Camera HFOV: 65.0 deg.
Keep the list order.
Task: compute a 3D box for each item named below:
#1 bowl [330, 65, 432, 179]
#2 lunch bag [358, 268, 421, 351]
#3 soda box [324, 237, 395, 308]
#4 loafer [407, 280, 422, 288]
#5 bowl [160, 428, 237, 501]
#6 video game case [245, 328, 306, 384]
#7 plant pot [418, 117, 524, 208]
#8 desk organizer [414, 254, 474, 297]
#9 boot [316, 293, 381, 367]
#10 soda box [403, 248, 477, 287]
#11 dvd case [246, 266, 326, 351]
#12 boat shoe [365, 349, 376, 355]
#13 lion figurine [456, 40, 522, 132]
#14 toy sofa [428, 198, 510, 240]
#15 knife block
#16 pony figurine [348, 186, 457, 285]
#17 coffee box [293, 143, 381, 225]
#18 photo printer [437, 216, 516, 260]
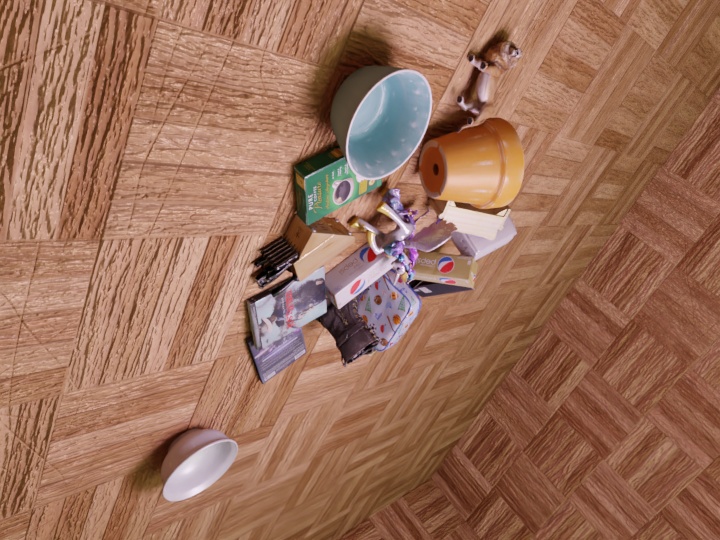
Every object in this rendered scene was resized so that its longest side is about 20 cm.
[{"bbox_3d":[0.022,-0.278,1.007,0.198,0.105,0.204,-31,144,-25],"label":"bowl"},{"bbox_3d":[0.062,0.097,1.480,0.075,0.160,0.202,-14,142,-53],"label":"lunch bag"},{"bbox_3d":[0.000,0.000,1.370,0.198,0.064,0.069,-37,150,-16],"label":"soda box"},{"bbox_3d":[0.115,0.053,1.578,0.201,0.071,0.073,-49,151,5],"label":"loafer"},{"bbox_3d":[-0.404,0.452,1.372,0.199,0.090,0.204,-33,148,-23],"label":"bowl"},{"bbox_3d":[-0.201,0.186,1.383,0.141,0.019,0.203,-34,148,-22],"label":"video game case"},{"bbox_3d":[0.237,-0.236,1.282,0.179,0.202,0.203,-10,138,-23],"label":"plant pot"},{"bbox_3d":[0.230,0.017,1.600,0.071,0.197,0.079,27,65,-34],"label":"desk organizer"},{"bbox_3d":[-0.007,0.118,1.392,0.199,0.174,0.069,-42,151,-5],"label":"boot"},{"bbox_3d":[0.204,-0.007,1.490,0.068,0.195,0.066,40,61,-60],"label":"soda box"},{"bbox_3d":[-0.161,0.082,1.282,0.197,0.022,0.149,-27,136,-29],"label":"dvd case"},{"bbox_3d":[0.014,0.220,1.662,0.072,0.060,0.201,-50,151,8],"label":"boat shoe"},{"bbox_3d":[0.272,-0.393,1.216,0.121,0.072,0.204,-10,127,-45],"label":"lion figurine"},{"bbox_3d":[0.273,-0.152,1.441,0.195,0.084,0.099,8,124,-22],"label":"toy sofa"},{"bbox_3d":[-0.123,-0.024,1.179,0.198,0.064,0.178,-1,129,-53],"label":"knife block"},{"bbox_3d":[0.098,-0.088,1.292,0.193,0.166,0.200,-44,116,-3],"label":"pony figurine"},{"bbox_3d":[-0.040,-0.185,1.109,0.198,0.044,0.125,-32,147,-25],"label":"coffee box"},{"bbox_3d":[0.325,-0.128,1.538,0.197,0.168,0.070,-25,164,-33],"label":"photo printer"}]
